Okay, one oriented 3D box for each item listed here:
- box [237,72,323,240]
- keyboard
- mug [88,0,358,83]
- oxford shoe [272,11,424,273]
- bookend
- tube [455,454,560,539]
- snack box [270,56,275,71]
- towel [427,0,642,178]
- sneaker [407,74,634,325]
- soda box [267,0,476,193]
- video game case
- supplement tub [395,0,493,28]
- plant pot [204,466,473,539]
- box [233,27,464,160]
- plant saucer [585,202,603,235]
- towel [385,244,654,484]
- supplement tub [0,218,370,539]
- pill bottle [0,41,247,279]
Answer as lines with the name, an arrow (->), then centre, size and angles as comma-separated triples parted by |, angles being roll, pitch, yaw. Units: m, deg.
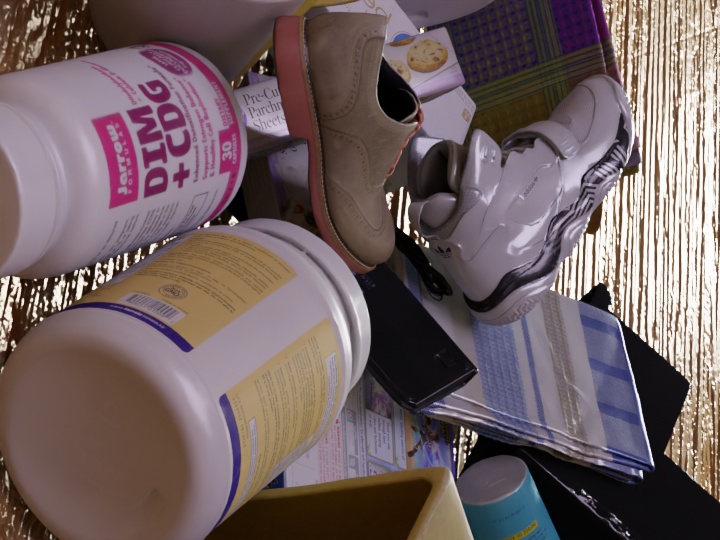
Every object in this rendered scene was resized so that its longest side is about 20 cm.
box -> -0.045, -0.036, 1.458 | 0.039, 0.041, 0.201 | 9, 46, -28
keyboard -> 0.000, 0.000, 1.504 | 0.200, 0.021, 0.127 | 49, 40, 13
mug -> -0.077, -0.177, 1.400 | 0.186, 0.153, 0.150 | 24, 56, -10
oxford shoe -> 0.004, -0.071, 1.376 | 0.200, 0.074, 0.071 | 72, 13, -50
bookend -> 0.186, 0.149, 1.654 | 0.199, 0.092, 0.200 | 41, 40, -8
tube -> 0.118, 0.216, 1.568 | 0.050, 0.077, 0.201 | -110, 177, -62
snack box -> 0.011, -0.125, 1.651 | 0.200, 0.024, 0.072 | -13, 84, -56
towel -> 0.117, -0.146, 1.661 | 0.023, 0.143, 0.201 | 6, 68, -58
sneaker -> 0.103, -0.072, 1.544 | 0.115, 0.075, 0.200 | 45, 62, -29
soda box -> -0.008, -0.149, 1.558 | 0.200, 0.063, 0.068 | 50, 40, -26
video game case -> -0.007, 0.131, 1.480 | 0.181, 0.045, 0.201 | 26, 53, -46
supplement tub -> 0.023, -0.282, 1.635 | 0.145, 0.145, 0.201 | 10, 67, -53
plant pot -> -0.025, 0.253, 1.282 | 0.201, 0.195, 0.194 | 65, 33, -26
box -> -0.022, -0.106, 1.456 | 0.199, 0.039, 0.042 | -20, 87, -38
plant saucer -> 0.138, -0.121, 1.746 | 0.200, 0.035, 0.201 | 169, -90, -85
towel -> 0.104, 0.061, 1.568 | 0.199, 0.024, 0.147 | 19, 44, -28
supplement tub -> -0.093, 0.060, 1.304 | 0.200, 0.145, 0.146 | -36, 104, -55
pill bottle -> -0.160, -0.059, 1.293 | 0.200, 0.113, 0.114 | -23, 93, -56
